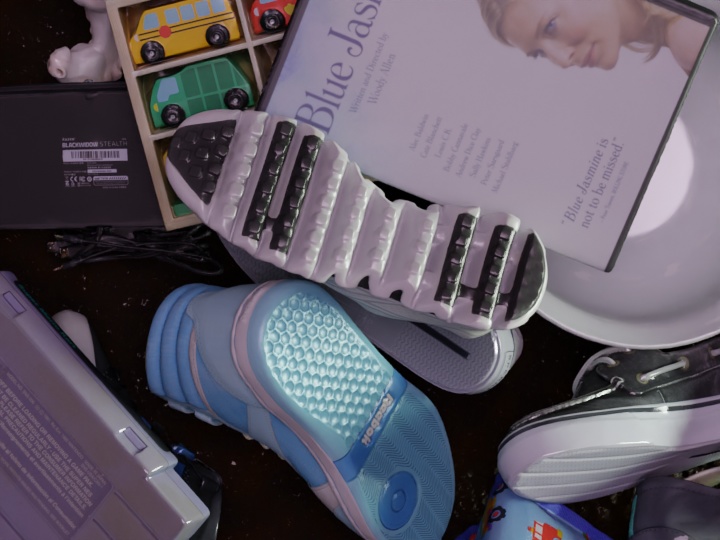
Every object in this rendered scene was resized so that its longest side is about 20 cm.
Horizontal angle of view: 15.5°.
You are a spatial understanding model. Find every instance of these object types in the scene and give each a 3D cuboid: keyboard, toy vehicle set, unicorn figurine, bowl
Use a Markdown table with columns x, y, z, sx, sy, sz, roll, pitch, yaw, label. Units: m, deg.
| x | y | z | sx | sy | sz | roll | pitch | yaw | label |
| --- | --- | --- | --- | --- | --- | --- | --- | --- | --- |
| -0.137 | -0.051 | 1.417 | 0.199 | 0.040 | 0.104 | 0 | 101 | 9 | keyboard |
| -0.019 | -0.104 | 1.355 | 0.199 | 0.027 | 0.125 | -14 | 102 | 8 | toy vehicle set |
| -0.154 | -0.178 | 1.402 | 0.074 | 0.137 | 0.201 | -3 | 72 | 6 | unicorn figurine |
| 0.145 | -0.060 | 1.427 | 0.200 | 0.090 | 0.202 | 0 | 91 | -6 | bowl |

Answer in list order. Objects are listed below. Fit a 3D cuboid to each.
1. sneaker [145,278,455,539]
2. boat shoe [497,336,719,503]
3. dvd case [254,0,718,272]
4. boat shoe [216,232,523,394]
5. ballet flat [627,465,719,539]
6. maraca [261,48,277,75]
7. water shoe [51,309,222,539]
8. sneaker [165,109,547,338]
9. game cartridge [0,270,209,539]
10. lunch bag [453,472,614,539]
| x | y | z | sx | sy | sz | roll | pitch | yaw | label |
| --- | --- | --- | --- | --- | --- | --- | --- | --- | --- |
| -0.038 | 0.074 | 1.416 | 0.080 | 0.130 | 0.200 | -53 | 129 | -28 | sneaker |
| 0.143 | 0.074 | 1.411 | 0.200 | 0.072 | 0.071 | -6 | 65 | -42 | boat shoe |
| 0.061 | -0.100 | 1.325 | 0.199 | 0.018 | 0.143 | 22 | 105 | 0 | dvd case |
| 0.000 | 0.000 | 1.426 | 0.200 | 0.067 | 0.074 | 40 | 105 | 12 | boat shoe |
| 0.230 | 0.137 | 1.429 | 0.199 | 0.073 | 0.073 | 5 | 85 | -26 | ballet flat |
| 0.009 | -0.158 | 1.414 | 0.199 | 0.137 | 0.107 | -15 | 128 | 2 | maraca |
| -0.117 | 0.114 | 1.411 | 0.079 | 0.071 | 0.201 | -16 | 92 | -24 | water shoe |
| -0.008 | -0.016 | 1.330 | 0.200 | 0.081 | 0.075 | 25 | 73 | -4 | sneaker |
| -0.177 | 0.093 | 1.365 | 0.200 | 0.038 | 0.130 | 47 | 113 | 13 | game cartridge |
| 0.131 | 0.222 | 1.383 | 0.200 | 0.094 | 0.151 | 26 | 42 | -11 | lunch bag |
